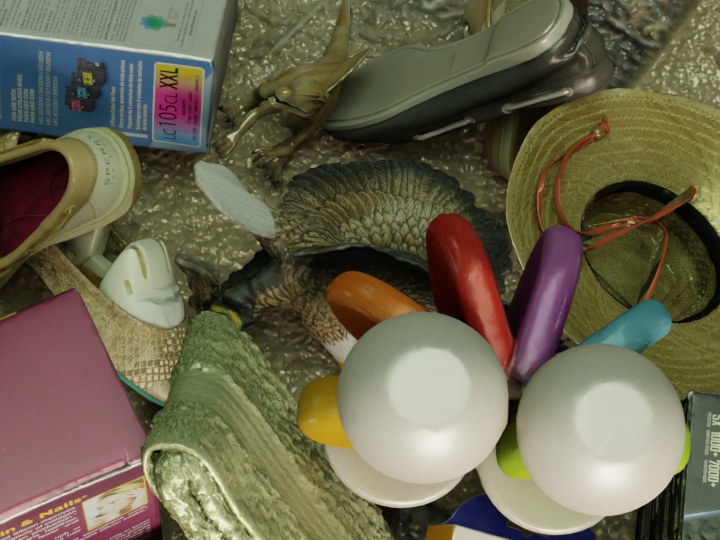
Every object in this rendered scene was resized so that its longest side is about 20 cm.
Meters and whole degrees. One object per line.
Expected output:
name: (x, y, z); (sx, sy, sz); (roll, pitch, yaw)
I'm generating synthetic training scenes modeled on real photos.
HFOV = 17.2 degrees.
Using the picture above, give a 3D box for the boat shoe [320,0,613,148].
boat shoe: (0.058, -0.103, 1.389); (0.057, 0.200, 0.067); (46, 48, -27)

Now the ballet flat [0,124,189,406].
ballet flat: (-0.151, -0.008, 1.372); (0.200, 0.065, 0.070); (44, 31, 12)

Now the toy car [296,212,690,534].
toy car: (0.073, 0.047, 1.208); (0.199, 0.175, 0.150); (10, 77, -4)

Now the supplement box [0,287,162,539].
supplement box: (-0.183, 0.109, 1.260); (0.131, 0.200, 0.103); (-22, 72, -12)

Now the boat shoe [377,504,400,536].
boat shoe: (-0.066, 0.170, 1.312); (0.200, 0.068, 0.072); (-26, 76, -36)

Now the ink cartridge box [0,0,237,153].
ink cartridge box: (-0.177, -0.147, 1.401); (0.199, 0.076, 0.137); (9, 40, -1)

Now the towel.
towel: (-0.038, 0.126, 1.221); (0.036, 0.148, 0.200); (-27, 113, 21)

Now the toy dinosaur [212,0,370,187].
toy dinosaur: (-0.031, -0.104, 1.414); (0.101, 0.200, 0.058); (-38, 102, 21)

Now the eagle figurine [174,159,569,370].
eagle figurine: (0.001, 0.004, 1.347); (0.200, 0.151, 0.152); (-15, 73, -2)

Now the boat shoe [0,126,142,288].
boat shoe: (-0.218, -0.026, 1.337); (0.200, 0.066, 0.074); (-31, 77, 23)

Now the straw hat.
straw hat: (0.162, -0.004, 1.380); (0.201, 0.085, 0.202); (8, 66, -18)

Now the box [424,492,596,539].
box: (0.079, 0.223, 1.276); (0.119, 0.041, 0.200); (16, 80, -21)

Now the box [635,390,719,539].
box: (0.195, 0.186, 1.270); (0.086, 0.164, 0.200); (8, 68, -1)

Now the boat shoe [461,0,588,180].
boat shoe: (0.099, -0.147, 1.453); (0.064, 0.071, 0.200); (1, 73, 35)
